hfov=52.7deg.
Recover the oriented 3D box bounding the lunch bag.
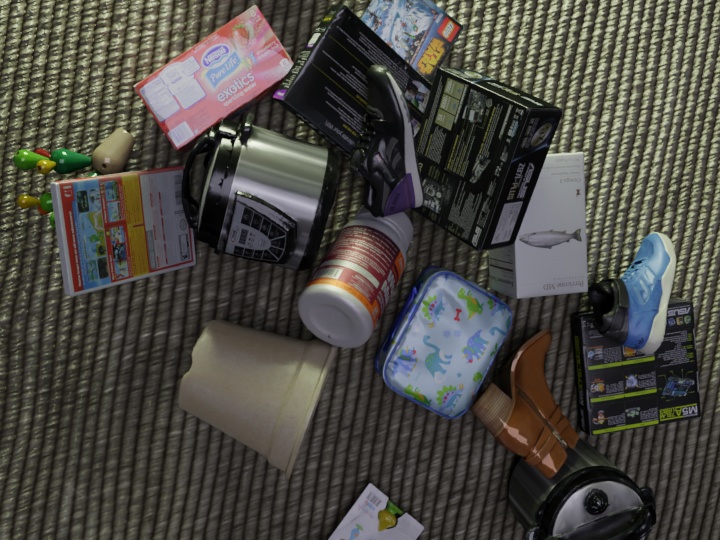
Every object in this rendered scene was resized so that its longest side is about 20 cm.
[{"bbox_3d":[0.122,0.105,1.099,0.159,0.082,0.202,27,91,-11],"label":"lunch bag"}]

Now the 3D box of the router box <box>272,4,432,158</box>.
[{"bbox_3d":[0.001,-0.239,1.000,0.199,0.051,0.150,34,89,-28],"label":"router box"}]

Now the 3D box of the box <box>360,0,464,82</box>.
[{"bbox_3d":[0.043,-0.310,1.068,0.136,0.040,0.201,33,90,-11],"label":"box"}]

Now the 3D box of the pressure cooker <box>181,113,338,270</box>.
[{"bbox_3d":[-0.142,-0.102,0.987,0.197,0.179,0.178,16,83,-10],"label":"pressure cooker"}]

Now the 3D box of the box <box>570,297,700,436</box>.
[{"bbox_3d":[0.444,0.154,1.173,0.197,0.048,0.196,-8,98,-8],"label":"box"}]

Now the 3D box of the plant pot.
[{"bbox_3d":[-0.147,0.162,1.022,0.181,0.200,0.203,21,92,2],"label":"plant pot"}]

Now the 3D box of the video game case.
[{"bbox_3d":[-0.310,-0.058,0.977,0.199,0.017,0.145,-18,111,-49],"label":"video game case"}]

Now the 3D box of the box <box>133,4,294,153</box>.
[{"bbox_3d":[-0.199,-0.261,1.007,0.199,0.095,0.103,-36,100,-4],"label":"box"}]

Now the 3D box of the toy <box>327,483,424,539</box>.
[{"bbox_3d":[-0.006,0.441,1.129,0.115,0.047,0.201,40,85,-7],"label":"toy"}]

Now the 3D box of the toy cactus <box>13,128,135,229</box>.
[{"bbox_3d":[-0.368,-0.119,1.010,0.199,0.102,0.166,33,71,-8],"label":"toy cactus"}]

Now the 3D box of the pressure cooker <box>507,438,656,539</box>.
[{"bbox_3d":[0.328,0.360,1.092,0.177,0.200,0.177,31,92,-14],"label":"pressure cooker"}]

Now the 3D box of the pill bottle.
[{"bbox_3d":[0.000,0.000,1.012,0.109,0.109,0.201,39,50,-10],"label":"pill bottle"}]

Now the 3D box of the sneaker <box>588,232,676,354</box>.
[{"bbox_3d":[0.412,0.018,1.119,0.110,0.077,0.202,19,70,-5],"label":"sneaker"}]

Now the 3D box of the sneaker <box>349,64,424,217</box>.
[{"bbox_3d":[0.024,-0.164,0.964,0.086,0.076,0.202,-19,114,-10],"label":"sneaker"}]

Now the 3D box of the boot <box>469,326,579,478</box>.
[{"bbox_3d":[0.274,0.194,1.093,0.155,0.077,0.200,41,55,7],"label":"boot"}]

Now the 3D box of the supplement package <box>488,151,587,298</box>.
[{"bbox_3d":[0.260,-0.069,1.086,0.115,0.117,0.203,-5,96,-10],"label":"supplement package"}]

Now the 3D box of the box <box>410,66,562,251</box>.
[{"bbox_3d":[0.159,-0.154,1.001,0.085,0.163,0.202,-11,125,-44],"label":"box"}]
